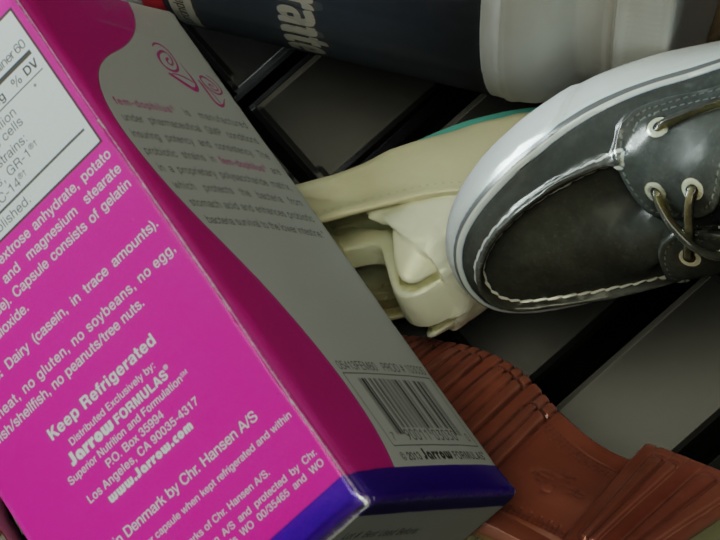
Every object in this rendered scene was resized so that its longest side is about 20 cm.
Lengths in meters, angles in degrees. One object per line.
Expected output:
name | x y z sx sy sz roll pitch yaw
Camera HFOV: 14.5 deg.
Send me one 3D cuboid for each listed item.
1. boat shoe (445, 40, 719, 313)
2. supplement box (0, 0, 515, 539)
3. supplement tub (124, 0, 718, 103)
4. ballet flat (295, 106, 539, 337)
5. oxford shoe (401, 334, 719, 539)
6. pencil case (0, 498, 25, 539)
boat shoe | 0.115 -0.033 0.853 0.200 0.057 0.069 -25 119 17
supplement box | -0.063 0.019 0.860 0.103 0.101 0.200 -41 70 20
supplement tub | 0.019 -0.134 0.924 0.199 0.140 0.141 13 82 13
ballet flat | 0.000 0.000 0.935 0.199 0.069 0.070 -14 77 11
oxford shoe | 0.048 0.083 0.908 0.200 0.074 0.071 28 51 37
pencil case | -0.169 0.059 0.909 0.086 0.083 0.200 -29 107 -9
